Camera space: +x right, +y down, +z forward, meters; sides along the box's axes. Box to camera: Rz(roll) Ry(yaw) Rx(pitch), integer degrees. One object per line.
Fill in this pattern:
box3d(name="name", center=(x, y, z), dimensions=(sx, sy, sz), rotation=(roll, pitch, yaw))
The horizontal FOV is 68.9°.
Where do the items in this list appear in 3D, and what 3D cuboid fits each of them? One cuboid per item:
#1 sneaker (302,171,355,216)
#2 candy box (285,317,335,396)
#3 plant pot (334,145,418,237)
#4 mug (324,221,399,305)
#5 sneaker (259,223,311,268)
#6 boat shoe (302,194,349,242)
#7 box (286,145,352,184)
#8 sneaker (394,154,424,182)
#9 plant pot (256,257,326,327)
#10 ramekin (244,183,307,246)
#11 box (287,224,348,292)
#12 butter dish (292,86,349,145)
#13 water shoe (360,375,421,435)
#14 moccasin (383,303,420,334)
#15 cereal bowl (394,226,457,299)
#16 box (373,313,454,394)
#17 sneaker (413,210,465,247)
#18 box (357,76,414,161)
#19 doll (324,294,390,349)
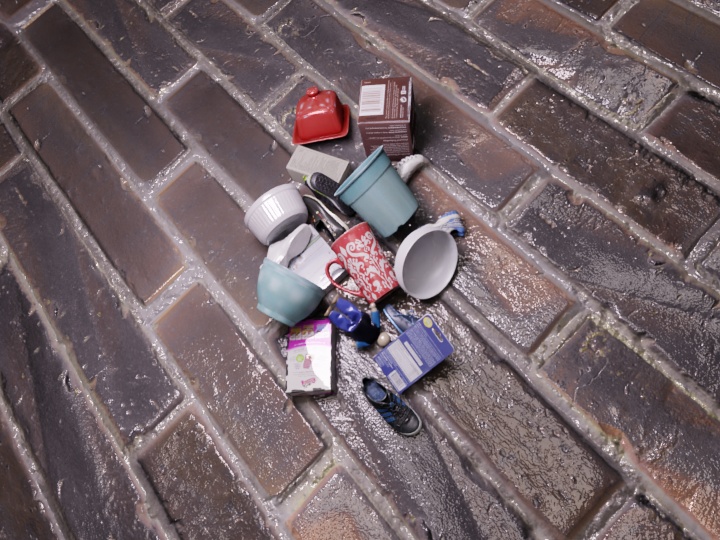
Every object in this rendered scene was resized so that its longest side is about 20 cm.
box3d(name="sneaker", center=(-0.093, -0.240, 1.617), dimensions=(0.082, 0.199, 0.073), rotation=(5, 63, 53))
box3d(name="candy box", center=(-0.138, 0.243, 1.476), dimensions=(0.132, 0.061, 0.206), rotation=(-5, 66, 10))
box3d(name="plant pot", center=(0.057, -0.217, 1.528), dimensions=(0.201, 0.200, 0.196), rotation=(-46, 101, -9))
box3d(name="mug", center=(0.008, -0.004, 1.507), dimensions=(0.177, 0.132, 0.203), rotation=(-40, 79, 34))
box3d(name="sneaker", center=(-0.233, -0.068, 1.580), dimensions=(0.088, 0.075, 0.202), rotation=(32, 80, 35))
box3d(name="boat shoe", center=(-0.122, -0.161, 1.630), dimensions=(0.063, 0.074, 0.201), rotation=(-42, 70, -16))
box3d(name="box", center=(-0.131, -0.321, 1.695), dimensions=(0.196, 0.078, 0.097), rotation=(23, 74, 20))
box3d(name="sneaker", center=(0.120, -0.286, 1.636), dimensions=(0.197, 0.075, 0.082), rotation=(-32, 74, 5))
box3d(name="plant pot", center=(-0.208, 0.071, 1.454), dimensions=(0.197, 0.200, 0.137), rotation=(26, 84, 21))
box3d(name="ramekin", center=(-0.248, -0.160, 1.598), dimensions=(0.200, 0.203, 0.095), rotation=(-36, 78, -4))
box3d(name="box", center=(-0.150, -0.019, 1.597), dimensions=(0.155, 0.041, 0.200), rotation=(-41, 65, -5))
box3d(name="butter dish", center=(-0.142, -0.530, 1.726), dimensions=(0.193, 0.150, 0.204), rotation=(-7, 45, 8))
box3d(name="water shoe", center=(0.073, 0.356, 1.373), dimensions=(0.198, 0.079, 0.072), rotation=(35, 78, 22))
box3d(name="moccasin", center=(0.150, 0.159, 1.444), dimensions=(0.199, 0.080, 0.069), rotation=(43, 95, 11))
box3d(name="cereal bowl", center=(0.173, -0.028, 1.462), dimensions=(0.200, 0.201, 0.083), rotation=(-46, 36, -9))
box3d(name="box", center=(0.143, 0.219, 1.389), dimensions=(0.199, 0.032, 0.122), rotation=(-41, 80, 18))
box3d(name="sneaker", center=(0.219, -0.093, 1.529), dimensions=(0.197, 0.077, 0.086), rotation=(-31, 69, -1))
box3d(name="box", center=(0.089, -0.468, 1.640), dimensions=(0.159, 0.201, 0.171), rotation=(0, 68, 12))
box3d(name="doll", center=(0.001, 0.146, 1.457), dimensions=(0.197, 0.048, 0.138), rotation=(34, 98, -1))
